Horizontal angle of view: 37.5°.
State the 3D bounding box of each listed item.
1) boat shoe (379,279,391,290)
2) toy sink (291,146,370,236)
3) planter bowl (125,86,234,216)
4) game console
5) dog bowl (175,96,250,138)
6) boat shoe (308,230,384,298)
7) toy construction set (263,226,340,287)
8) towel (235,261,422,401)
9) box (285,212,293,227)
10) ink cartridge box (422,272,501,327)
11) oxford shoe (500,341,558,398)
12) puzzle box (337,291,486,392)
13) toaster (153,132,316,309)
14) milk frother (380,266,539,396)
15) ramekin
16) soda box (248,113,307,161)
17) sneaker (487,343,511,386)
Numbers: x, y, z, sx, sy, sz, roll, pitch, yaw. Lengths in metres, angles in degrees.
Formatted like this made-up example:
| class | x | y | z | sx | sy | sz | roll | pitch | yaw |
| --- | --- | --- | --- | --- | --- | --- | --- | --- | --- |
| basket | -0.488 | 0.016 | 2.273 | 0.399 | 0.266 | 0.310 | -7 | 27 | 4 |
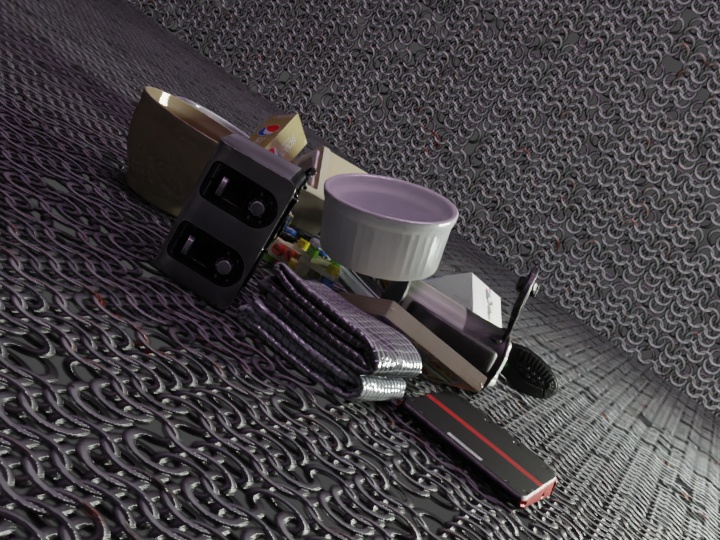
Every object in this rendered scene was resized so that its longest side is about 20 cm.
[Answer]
| class | x | y | z | sx | sy | sz | roll | pitch | yaw |
| --- | --- | --- | --- | --- | --- | --- | --- | --- | --- |
| boat shoe | 0.034 | -0.032 | 1.824 | 0.200 | 0.068 | 0.072 | -126 | -159 | -53 |
| toy sink | -0.081 | -0.151 | 1.999 | 0.199 | 0.113 | 0.130 | 26 | -30 | -33 |
| planter bowl | -0.262 | -0.160 | 1.556 | 0.200 | 0.135 | 0.200 | 33 | 10 | -6 |
| game console | 0.151 | 0.225 | 1.354 | 0.200 | 0.031 | 0.177 | 37 | 15 | 22 |
| dog bowl | -0.293 | -0.253 | 2.065 | 0.200 | 0.079 | 0.200 | 33 | 10 | -6 |
| boat shoe | 0.000 | 0.000 | 1.704 | 0.200 | 0.071 | 0.072 | 47 | -8 | -35 |
| toy construction set | -0.107 | -0.029 | 1.587 | 0.200 | 0.092 | 0.131 | 48 | 14 | 17 |
| towel | -0.032 | 0.076 | 1.304 | 0.200 | 0.086 | 0.165 | 37 | 10 | 21 |
| box | -0.210 | -0.119 | 1.733 | 0.199 | 0.064 | 0.070 | 30 | 10 | -18 |
| ink cartridge box | 0.167 | 0.068 | 1.789 | 0.114 | 0.068 | 0.200 | -7 | -20 | 23 |
| oxford shoe | 0.269 | 0.158 | 1.910 | 0.200 | 0.073 | 0.084 | 35 | 6 | 5 |
| puzzle box | 0.067 | 0.098 | 1.450 | 0.200 | 0.026 | 0.133 | 40 | -17 | -29 |
| toaster | -0.154 | -0.069 | 1.328 | 0.118 | 0.181 | 0.200 | 31 | 11 | -4 |
| milk frother | 0.146 | 0.053 | 1.583 | 0.188 | 0.201 | 0.180 | 31 | -19 | -13 |
| ramekin | 0.035 | -0.063 | 1.545 | 0.199 | 0.098 | 0.201 | 12 | 20 | -4 |
| soda box | -0.175 | -0.222 | 2.000 | 0.064 | 0.068 | 0.200 | -1 | 33 | 28 |
| sneaker | 0.153 | 0.106 | 1.706 | 0.199 | 0.100 | 0.075 | 28 | 13 | -21 |
